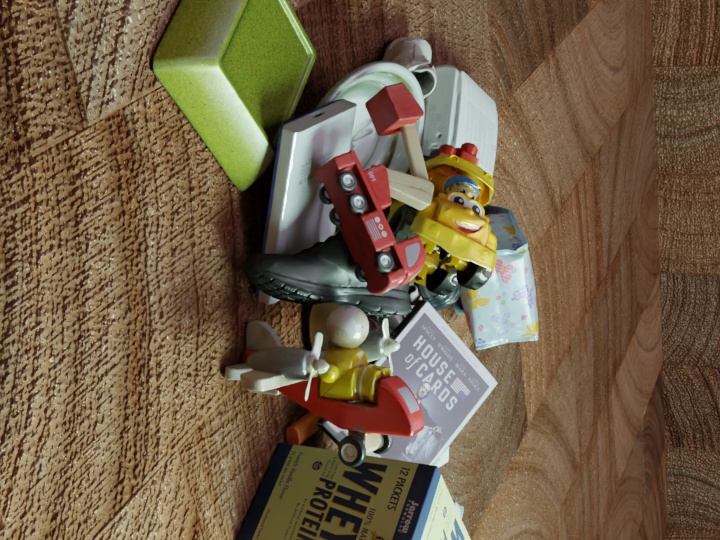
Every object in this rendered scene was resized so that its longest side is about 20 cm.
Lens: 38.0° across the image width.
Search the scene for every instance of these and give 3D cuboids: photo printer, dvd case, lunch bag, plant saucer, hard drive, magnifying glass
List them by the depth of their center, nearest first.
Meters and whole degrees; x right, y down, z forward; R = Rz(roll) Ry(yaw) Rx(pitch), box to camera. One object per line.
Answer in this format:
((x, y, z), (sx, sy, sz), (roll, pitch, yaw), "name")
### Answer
((-0.111, -0.215, 1.062), (0.200, 0.048, 0.201), (57, 44, -51), "plant saucer")
((-0.059, -0.076, 1.138), (0.132, 0.025, 0.201), (-37, 144, -54), "hard drive")
((-0.009, -0.156, 1.231), (0.200, 0.050, 0.201), (-32, 138, -33), "plant saucer")
((0.060, 0.158, 1.252), (0.150, 0.025, 0.200), (48, 70, -19), "dvd case")
((-0.034, 0.170, 1.299), (0.200, 0.022, 0.080), (-26, 114, -59), "magnifying glass")
((0.150, -0.199, 1.570), (0.200, 0.069, 0.167), (18, 77, -64), "photo printer")
((0.203, 0.004, 1.643), (0.200, 0.127, 0.170), (-91, 171, -64), "lunch bag")

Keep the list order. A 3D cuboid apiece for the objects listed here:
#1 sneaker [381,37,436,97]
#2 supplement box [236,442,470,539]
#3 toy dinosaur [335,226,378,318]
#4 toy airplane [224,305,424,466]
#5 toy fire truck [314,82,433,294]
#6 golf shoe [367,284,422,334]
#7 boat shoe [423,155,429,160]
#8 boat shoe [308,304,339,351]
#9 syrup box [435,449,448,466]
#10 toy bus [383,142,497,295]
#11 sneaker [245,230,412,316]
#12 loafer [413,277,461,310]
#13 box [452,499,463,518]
((0.065, -0.249, 1.359), (0.200, 0.099, 0.075), (-53, 137, -50), "sneaker")
((0.002, 0.317, 1.191), (0.135, 0.199, 0.200), (-66, 148, -35), "supplement box")
((0.000, 0.000, 1.208), (0.047, 0.088, 0.200), (-49, 161, -24), "toy dinosaur")
((-0.040, 0.096, 1.090), (0.200, 0.198, 0.142), (-124, -128, -66), "toy airplane")
((0.029, -0.088, 1.106), (0.141, 0.049, 0.201), (-23, 87, -34), "toy fire truck")
((0.065, 0.069, 1.406), (0.092, 0.072, 0.200), (-60, 151, -3), "golf shoe")
((0.068, -0.074, 1.418), (0.072, 0.071, 0.201), (46, 53, -57), "boat shoe")
((-0.013, 0.117, 1.274), (0.070, 0.070, 0.201), (-120, -170, -78), "boat shoe")
((0.065, 0.180, 1.367), (0.081, 0.079, 0.200), (-26, 136, -26), "syrup box")
((0.104, -0.080, 1.298), (0.135, 0.200, 0.193), (28, 77, -17), "toy bus")
((-0.031, -0.004, 1.112), (0.199, 0.076, 0.091), (10, 84, -35), "sneaker")
((0.105, -0.032, 1.476), (0.072, 0.073, 0.200), (56, 20, -30), "loafer")
((0.046, 0.386, 1.367), (0.115, 0.132, 0.201), (45, 53, -59), "box")
